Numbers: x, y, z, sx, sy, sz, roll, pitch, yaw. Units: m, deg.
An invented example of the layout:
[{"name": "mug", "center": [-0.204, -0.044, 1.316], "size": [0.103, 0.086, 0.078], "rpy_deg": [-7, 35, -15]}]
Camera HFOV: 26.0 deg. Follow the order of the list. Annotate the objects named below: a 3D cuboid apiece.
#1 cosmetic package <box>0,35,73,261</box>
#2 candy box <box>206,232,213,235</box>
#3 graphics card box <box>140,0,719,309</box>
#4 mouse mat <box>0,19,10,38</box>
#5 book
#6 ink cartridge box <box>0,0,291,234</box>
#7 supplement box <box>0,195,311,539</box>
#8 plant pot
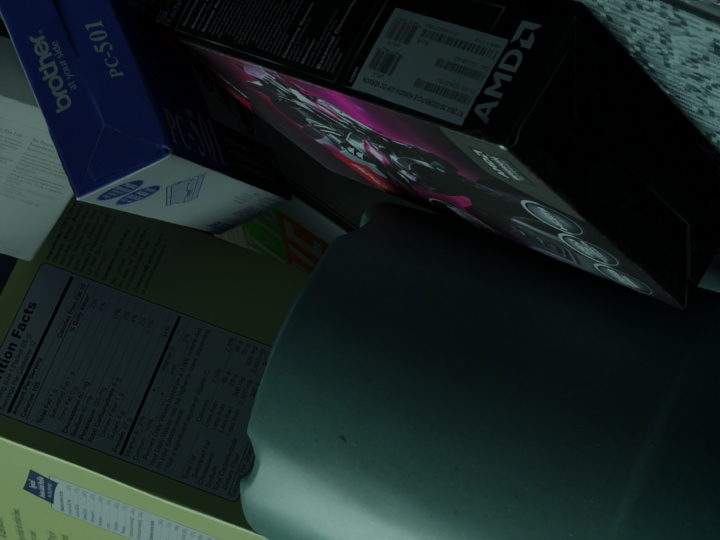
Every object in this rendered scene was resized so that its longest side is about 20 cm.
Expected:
[{"name": "cosmetic package", "center": [-0.211, -0.073, 0.648], "size": [0.199, 0.083, 0.051], "rpy_deg": [19, -144, -33]}, {"name": "candy box", "center": [-0.061, 0.029, 0.974], "size": [0.200, 0.057, 0.117], "rpy_deg": [30, -173, -35]}, {"name": "graphics card box", "center": [0.025, -0.059, 0.562], "size": [0.200, 0.051, 0.125], "rpy_deg": [23, 171, 44]}, {"name": "mouse mat", "center": [-0.238, -0.123, 1.089], "size": [0.161, 0.008, 0.200], "rpy_deg": [65, -175, 17]}, {"name": "book", "center": [0.000, 0.000, 0.807], "size": [0.200, 0.048, 0.134], "rpy_deg": [36, 153, 26]}, {"name": "ink cartridge box", "center": [-0.086, -0.071, 0.664], "size": [0.200, 0.044, 0.094], "rpy_deg": [15, -128, -79]}, {"name": "supplement box", "center": [-0.107, 0.078, 0.806], "size": [0.199, 0.135, 0.200], "rpy_deg": [21, 153, 1]}, {"name": "plant pot", "center": [0.070, 0.074, 0.621], "size": [0.195, 0.201, 0.200], "rpy_deg": [21, 172, 17]}]
